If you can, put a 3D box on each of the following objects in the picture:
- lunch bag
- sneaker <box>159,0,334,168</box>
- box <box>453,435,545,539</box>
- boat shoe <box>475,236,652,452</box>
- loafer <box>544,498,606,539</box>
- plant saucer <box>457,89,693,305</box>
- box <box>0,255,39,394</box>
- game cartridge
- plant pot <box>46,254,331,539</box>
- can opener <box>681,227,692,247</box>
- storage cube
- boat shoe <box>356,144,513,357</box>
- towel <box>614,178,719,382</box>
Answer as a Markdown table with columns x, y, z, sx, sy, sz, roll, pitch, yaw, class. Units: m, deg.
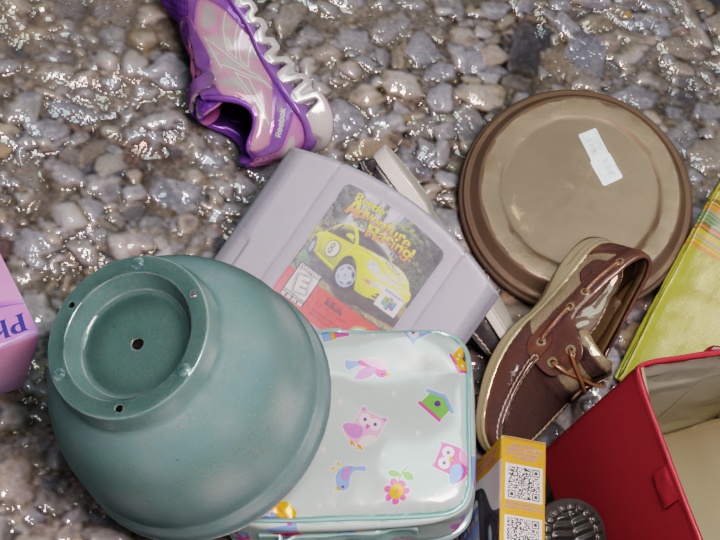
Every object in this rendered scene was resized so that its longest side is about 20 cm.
| x | y | z | sx | sy | sz | roll | pitch | yaw | class |
| --- | --- | --- | --- | --- | --- | --- | --- | --- | --- |
| -0.015 | 0.127 | 1.321 | 0.199 | 0.077 | 0.161 | -2 | 68 | 2 | lunch bag |
| -0.111 | -0.164 | 1.472 | 0.088 | 0.081 | 0.200 | -34 | 79 | -23 | sneaker |
| 0.094 | 0.234 | 1.302 | 0.041 | 0.119 | 0.201 | 13 | 59 | -12 | box |
| 0.163 | 0.063 | 1.414 | 0.072 | 0.072 | 0.200 | 46 | 72 | -32 | boat shoe |
| 0.150 | 0.267 | 1.327 | 0.073 | 0.071 | 0.201 | 2 | 85 | -19 | loafer |
| 0.181 | -0.062 | 1.511 | 0.199 | 0.029 | 0.201 | 1 | 71 | -2 | plant saucer |
| -0.352 | 0.011 | 1.278 | 0.175 | 0.097 | 0.201 | -21 | 72 | -28 | box |
| 0.000 | 0.000 | 1.404 | 0.200 | 0.041 | 0.133 | 35 | 88 | 3 | game cartridge |
| -0.134 | 0.070 | 1.247 | 0.199 | 0.134 | 0.201 | -8 | 62 | 15 | plant pot |
| 0.300 | 0.003 | 1.538 | 0.066 | 0.053 | 0.200 | -40 | 78 | -15 | can opener |
| 0.262 | 0.170 | 1.325 | 0.170 | 0.180 | 0.201 | -9 | 68 | -24 | storage cube |
| 0.055 | -0.004 | 1.451 | 0.060 | 0.074 | 0.200 | -35 | 96 | 10 | boat shoe |
| 0.291 | 0.022 | 1.488 | 0.086 | 0.018 | 0.201 | 29 | 87 | 1 | towel |
